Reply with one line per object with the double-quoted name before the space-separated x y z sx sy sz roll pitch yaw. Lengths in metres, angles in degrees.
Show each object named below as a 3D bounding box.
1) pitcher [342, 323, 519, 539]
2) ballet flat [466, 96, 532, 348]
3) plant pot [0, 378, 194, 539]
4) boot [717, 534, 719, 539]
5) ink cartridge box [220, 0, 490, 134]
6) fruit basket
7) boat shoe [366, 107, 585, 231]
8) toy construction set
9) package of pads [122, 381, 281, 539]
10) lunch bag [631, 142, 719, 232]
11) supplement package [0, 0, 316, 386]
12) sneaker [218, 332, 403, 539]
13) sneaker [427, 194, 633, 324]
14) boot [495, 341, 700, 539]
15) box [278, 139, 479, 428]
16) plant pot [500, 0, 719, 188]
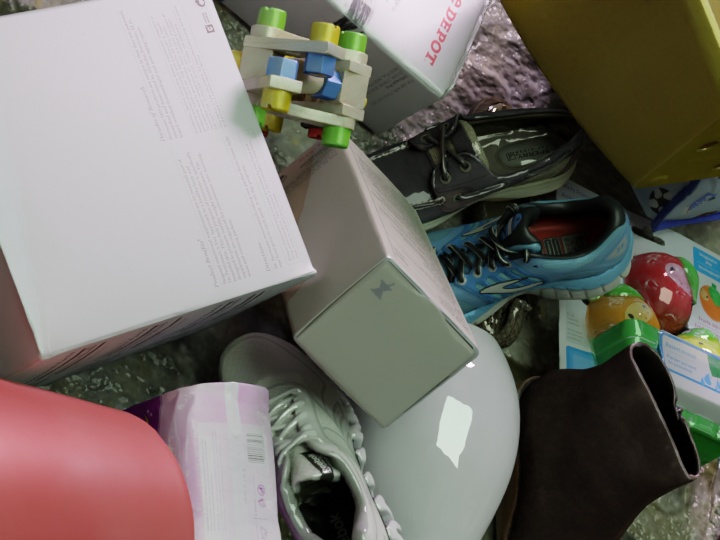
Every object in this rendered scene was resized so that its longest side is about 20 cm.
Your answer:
"pitcher" 0.014 0.131 1.243 0.170 0.121 0.201 13 68 -10
"ballet flat" 0.104 -0.039 1.414 0.067 0.046 0.201 20 62 -30
"plant pot" -0.198 0.144 1.024 0.177 0.200 0.202 4 70 -48
"boot" 0.333 0.266 1.457 0.155 0.073 0.201 41 54 -18
"ink cartridge box" -0.011 -0.217 1.368 0.200 0.084 0.145 39 53 -20
"fruit basket" 0.222 0.040 1.448 0.185 0.094 0.201 24 56 -29
"boat shoe" 0.069 -0.078 1.361 0.199 0.065 0.072 -12 62 -22
"toy construction set" -0.072 -0.129 1.240 0.131 0.199 0.093 12 101 -48
"package of pads" -0.099 0.172 1.124 0.075 0.120 0.201 7 69 -36
"lunch bag" 0.283 -0.132 1.527 0.199 0.124 0.171 -12 65 -35
"supplement package" -0.170 -0.042 1.133 0.199 0.147 0.192 -18 84 -41
"sneaker" -0.032 0.110 1.165 0.200 0.075 0.081 58 -1 31
"sneaker" 0.092 -0.016 1.329 0.199 0.090 0.079 -15 65 -7
"boot" 0.162 0.161 1.302 0.072 0.166 0.201 -12 80 -40
"box" 0.000 0.000 1.220 0.095 0.078 0.200 46 11 -25
"plant pot" 0.243 -0.168 1.338 0.199 0.200 0.177 -9 73 -28
